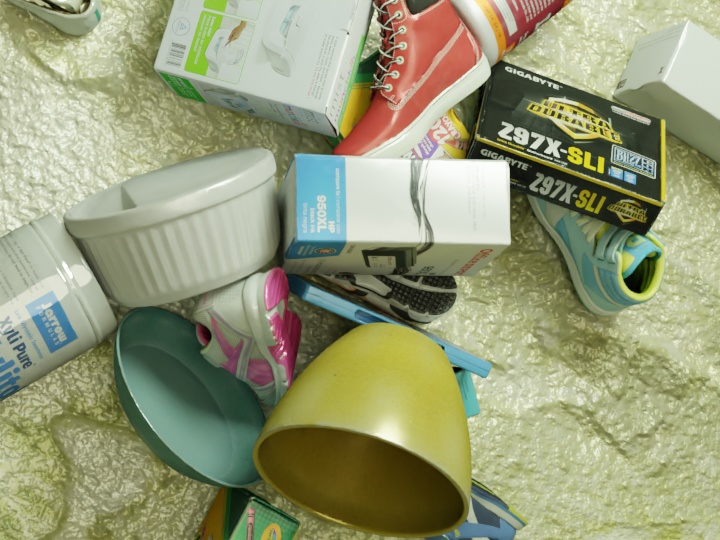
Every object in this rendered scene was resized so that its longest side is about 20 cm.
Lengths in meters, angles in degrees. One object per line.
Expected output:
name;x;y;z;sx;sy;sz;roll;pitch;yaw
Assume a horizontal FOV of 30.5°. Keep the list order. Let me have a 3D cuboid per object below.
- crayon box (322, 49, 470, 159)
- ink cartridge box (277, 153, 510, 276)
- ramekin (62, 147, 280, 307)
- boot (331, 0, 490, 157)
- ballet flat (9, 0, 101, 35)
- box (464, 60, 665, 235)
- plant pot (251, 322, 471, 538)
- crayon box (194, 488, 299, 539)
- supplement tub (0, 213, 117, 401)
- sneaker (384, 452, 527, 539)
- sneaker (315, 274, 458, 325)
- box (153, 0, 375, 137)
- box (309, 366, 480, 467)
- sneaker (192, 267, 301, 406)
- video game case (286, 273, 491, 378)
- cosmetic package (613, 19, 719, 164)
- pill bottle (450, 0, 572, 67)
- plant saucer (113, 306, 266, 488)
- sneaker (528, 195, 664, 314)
crayon box;0.046;-0.124;1.356;0.119;0.058;0.201;-36;99;-15
ink cartridge box;0.028;-0.048;1.230;0.198;0.145;0.085;1;78;-9
ramekin;-0.166;-0.038;1.222;0.201;0.202;0.095;-20;106;-17
boot;0.023;-0.196;1.264;0.200;0.072;0.145;-44;120;-21
ballet flat;-0.333;-0.286;1.238;0.199;0.069;0.070;25;81;-15
box;0.210;-0.129;1.345;0.199;0.050;0.160;20;41;-2
plant pot;0.017;0.133;1.203;0.199;0.200;0.143;28;56;-15
crayon box;-0.139;0.308;1.248;0.058;0.119;0.201;30;80;-14
supplement tub;-0.336;0.050;1.194;0.199;0.132;0.133;-31;98;-15
sneaker;0.084;0.241;1.336;0.200;0.074;0.082;36;91;-29
sneaker;0.000;0.000;1.335;0.199;0.080;0.074;31;72;4
box;-0.080;-0.253;1.268;0.175;0.097;0.201;15;83;8
box;0.013;0.147;1.327;0.199;0.082;0.050;-16;93;-18
sneaker;-0.108;0.062;1.254;0.088;0.201;0.082;3;55;8
video game case;0.020;0.050;1.299;0.199;0.143;0.018;24;91;-15
cosmetic package;0.392;-0.182;1.441;0.199;0.113;0.082;31;80;-17
pill bottle;0.164;-0.306;1.370;0.200;0.113;0.113;-40;100;-14
plant saucer;-0.164;0.125;1.235;0.036;0.200;0.200;-38;102;19
sneaker;0.252;-0.051;1.374;0.079;0.130;0.201;-31;95;-16
